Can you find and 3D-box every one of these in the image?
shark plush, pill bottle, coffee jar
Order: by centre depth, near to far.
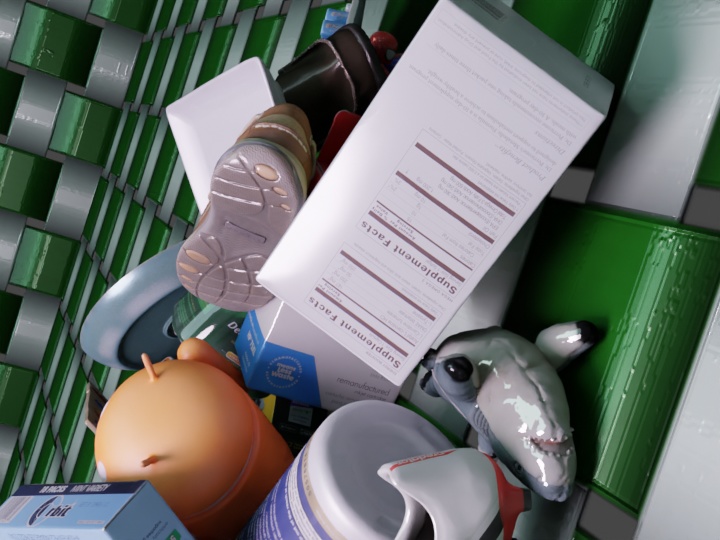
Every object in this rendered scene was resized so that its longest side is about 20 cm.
[{"bbox_3d":[0.064,0.081,0.672,0.200,0.090,0.084,-5,99,62],"label":"shark plush"},{"bbox_3d":[-0.021,0.184,0.733,0.200,0.110,0.112,-55,27,38],"label":"pill bottle"},{"bbox_3d":[-0.050,0.001,0.894,0.200,0.104,0.085,-46,29,12],"label":"coffee jar"}]

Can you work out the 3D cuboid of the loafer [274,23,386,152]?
[{"bbox_3d":[-0.045,-0.120,0.862,0.073,0.071,0.200,62,150,4],"label":"loafer"}]

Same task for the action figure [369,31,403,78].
[{"bbox_3d":[0.028,-0.113,0.926,0.201,0.098,0.066,98,170,-50],"label":"action figure"}]

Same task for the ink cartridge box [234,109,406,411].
[{"bbox_3d":[0.000,0.000,0.816,0.201,0.116,0.067,-66,22,18],"label":"ink cartridge box"}]

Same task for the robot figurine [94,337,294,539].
[{"bbox_3d":[-0.115,0.135,0.804,0.116,0.200,0.144,31,73,29],"label":"robot figurine"}]

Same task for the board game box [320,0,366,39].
[{"bbox_3d":[-0.021,-0.179,1.003,0.201,0.026,0.201,-80,1,-48],"label":"board game box"}]

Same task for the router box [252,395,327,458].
[{"bbox_3d":[-0.089,0.123,1.031,0.200,0.052,0.158,-36,41,57],"label":"router box"}]

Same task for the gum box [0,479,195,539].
[{"bbox_3d":[-0.138,0.226,0.738,0.169,0.201,0.045,-13,27,47],"label":"gum box"}]

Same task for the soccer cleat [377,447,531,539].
[{"bbox_3d":[0.038,0.193,0.592,0.069,0.085,0.202,-173,89,-68],"label":"soccer cleat"}]

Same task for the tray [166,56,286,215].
[{"bbox_3d":[-0.093,-0.094,0.862,0.200,0.022,0.108,-7,102,62],"label":"tray"}]

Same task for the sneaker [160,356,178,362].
[{"bbox_3d":[-0.156,0.115,0.978,0.200,0.078,0.080,154,134,-83],"label":"sneaker"}]

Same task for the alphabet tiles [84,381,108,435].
[{"bbox_3d":[-0.176,0.170,0.956,0.006,0.167,0.200,-41,14,-5],"label":"alphabet tiles"}]

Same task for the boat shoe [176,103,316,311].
[{"bbox_3d":[-0.072,-0.038,0.770,0.200,0.075,0.072,-52,13,54],"label":"boat shoe"}]

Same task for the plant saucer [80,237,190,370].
[{"bbox_3d":[-0.147,0.032,0.988,0.028,0.199,0.200,58,136,19],"label":"plant saucer"}]

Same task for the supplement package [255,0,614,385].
[{"bbox_3d":[0.045,-0.053,0.672,0.200,0.109,0.114,-54,-2,22],"label":"supplement package"}]
